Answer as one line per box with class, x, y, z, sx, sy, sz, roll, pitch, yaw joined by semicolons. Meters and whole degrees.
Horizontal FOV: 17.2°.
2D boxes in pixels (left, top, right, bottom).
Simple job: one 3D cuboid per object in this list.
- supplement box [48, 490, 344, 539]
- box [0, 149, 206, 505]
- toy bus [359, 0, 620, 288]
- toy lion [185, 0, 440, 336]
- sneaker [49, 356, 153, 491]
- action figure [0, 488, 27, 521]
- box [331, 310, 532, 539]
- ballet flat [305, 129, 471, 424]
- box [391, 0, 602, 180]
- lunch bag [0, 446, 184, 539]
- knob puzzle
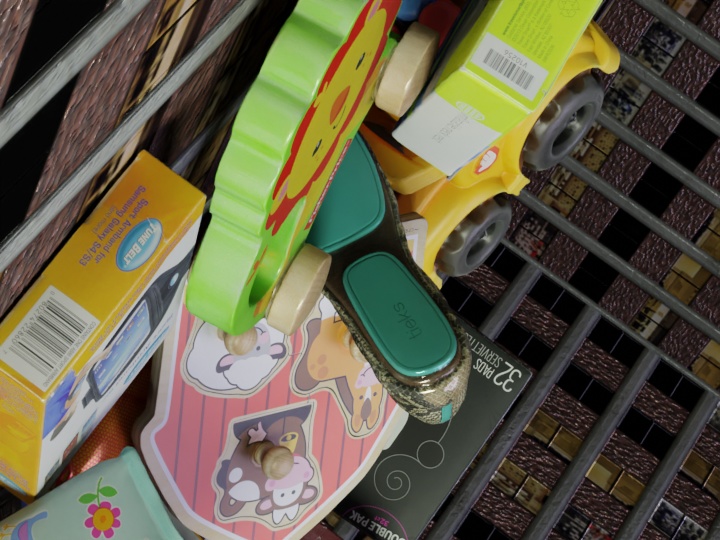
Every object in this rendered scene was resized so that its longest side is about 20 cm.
supplement box;-0.099;0.187;1.490;0.133;0.199;0.197;-53;175;-7
box;-0.127;0.035;1.097;0.119;0.041;0.200;-53;173;-21
toy bus;0.036;-0.096;1.380;0.200;0.136;0.192;-53;163;8
toy lion;-0.031;-0.060;1.125;0.201;0.068;0.192;-64;174;10
sneaker;-0.109;0.075;1.348;0.200;0.077;0.073;-41;168;-52
action figure;-0.159;0.207;1.310;0.104;0.200;0.194;-27;-142;28
box;-0.011;0.068;1.540;0.149;0.199;0.124;-55;177;-3
ballet flat;0.000;0.000;1.263;0.067;0.201;0.075;-23;150;-10
box;0.076;-0.120;1.205;0.122;0.047;0.200;-59;-175;-11
lunch bag;-0.127;0.215;1.132;0.170;0.201;0.122;-29;167;-13
knob puzzle;-0.038;0.078;1.337;0.219;0.030;0.221;-20;125;-32
